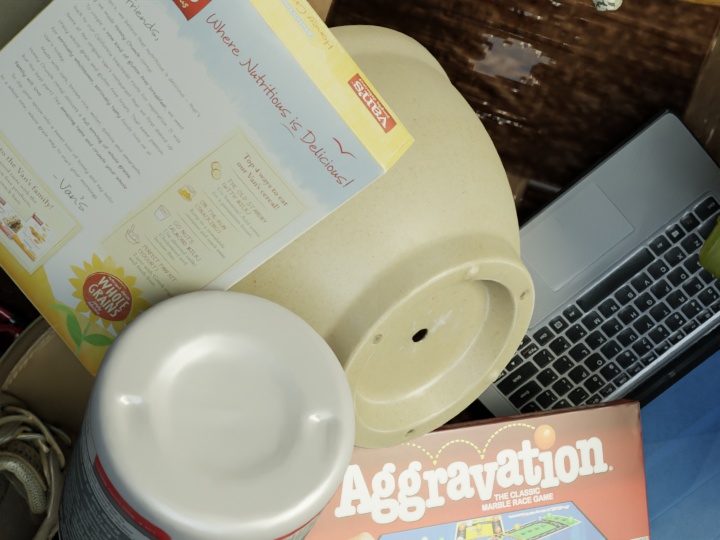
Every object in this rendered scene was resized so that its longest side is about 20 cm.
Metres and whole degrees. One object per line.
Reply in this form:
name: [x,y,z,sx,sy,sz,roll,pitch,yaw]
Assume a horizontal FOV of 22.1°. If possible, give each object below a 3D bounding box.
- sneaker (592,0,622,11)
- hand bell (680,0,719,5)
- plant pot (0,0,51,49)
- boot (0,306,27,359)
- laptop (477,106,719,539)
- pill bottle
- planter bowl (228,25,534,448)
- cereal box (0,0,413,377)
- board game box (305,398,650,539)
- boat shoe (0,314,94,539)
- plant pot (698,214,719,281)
sneaker: [0.183,-0.191,0.915,0.199,0.077,0.089,-23,98,16]
hand bell: [0.229,-0.141,0.948,0.199,0.104,0.105,12,110,8]
plant pot: [-0.118,-0.133,0.897,0.187,0.188,0.200,19,122,-8]
boot: [-0.220,0.102,1.019,0.200,0.073,0.151,34,105,-9]
laptop: [0.161,0.058,0.988,0.187,0.116,0.200,-39,113,12]
pill bottle: [-0.079,0.101,0.848,0.113,0.114,0.200,17,150,-7]
planter bowl: [0.000,0.000,0.903,0.200,0.135,0.201,-27,143,-22]
cereal box: [-0.092,-0.056,0.802,0.200,0.040,0.144,-34,98,34]
board game box: [0.058,0.129,0.943,0.199,0.019,0.103,-6,92,-24]
boat shoe: [-0.168,0.101,0.920,0.071,0.065,0.201,27,63,-12]
plant pot: [0.276,-0.002,0.888,0.193,0.200,0.201,37,107,9]
